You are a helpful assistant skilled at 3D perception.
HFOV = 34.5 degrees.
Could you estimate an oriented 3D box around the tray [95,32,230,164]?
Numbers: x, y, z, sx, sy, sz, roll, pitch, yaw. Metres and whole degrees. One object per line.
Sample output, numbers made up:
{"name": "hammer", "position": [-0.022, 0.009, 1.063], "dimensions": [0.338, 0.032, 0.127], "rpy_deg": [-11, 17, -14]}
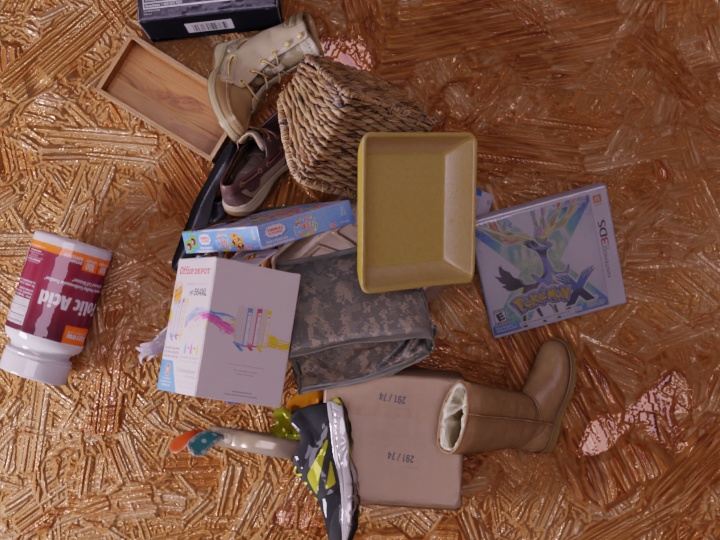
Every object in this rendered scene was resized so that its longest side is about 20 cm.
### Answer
{"name": "tray", "position": [-0.273, -0.249, 1.686], "dimensions": [0.199, 0.037, 0.099], "rpy_deg": [32, 88, 2]}

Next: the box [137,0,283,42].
{"name": "box", "position": [-0.219, -0.445, 1.652], "dimensions": [0.199, 0.123, 0.200], "rpy_deg": [-6, 88, -1]}

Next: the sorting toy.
{"name": "sorting toy", "position": [0.000, 0.000, 1.669], "dimensions": [0.185, 0.036, 0.200], "rpy_deg": [-41, 91, -1]}

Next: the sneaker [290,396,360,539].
{"name": "sneaker", "position": [-0.048, 0.272, 1.537], "dimensions": [0.084, 0.074, 0.201], "rpy_deg": [-7, 77, 7]}

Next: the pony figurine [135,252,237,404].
{"name": "pony figurine", "position": [-0.208, 0.088, 1.621], "dimensions": [0.193, 0.166, 0.200], "rpy_deg": [-43, 96, -16]}

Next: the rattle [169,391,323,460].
{"name": "rattle", "position": [-0.150, 0.194, 1.597], "dimensions": [0.199, 0.130, 0.144], "rpy_deg": [14, 99, -16]}

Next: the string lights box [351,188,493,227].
{"name": "string lights box", "position": [0.089, -0.084, 1.596], "dimensions": [0.199, 0.059, 0.103], "rpy_deg": [18, 85, -41]}

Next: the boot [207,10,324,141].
{"name": "boot", "position": [-0.128, -0.274, 1.607], "dimensions": [0.155, 0.201, 0.073], "rpy_deg": [-19, 130, 15]}

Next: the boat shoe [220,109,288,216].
{"name": "boat shoe", "position": [-0.138, -0.170, 1.625], "dimensions": [0.072, 0.072, 0.200], "rpy_deg": [17, 58, 28]}

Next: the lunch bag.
{"name": "lunch bag", "position": [-0.004, 0.060, 1.563], "dimensions": [0.199, 0.118, 0.165], "rpy_deg": [-11, 53, -2]}

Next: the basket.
{"name": "basket", "position": [-0.024, -0.196, 1.602], "dimensions": [0.143, 0.199, 0.149], "rpy_deg": [45, 114, 38]}

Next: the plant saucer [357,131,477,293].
{"name": "plant saucer", "position": [0.064, -0.079, 1.505], "dimensions": [0.199, 0.048, 0.201], "rpy_deg": [-5, 99, -40]}

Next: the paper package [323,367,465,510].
{"name": "paper package", "position": [0.046, 0.231, 1.618], "dimensions": [0.199, 0.103, 0.192], "rpy_deg": [3, 85, 2]}

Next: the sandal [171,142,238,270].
{"name": "sandal", "position": [-0.213, -0.087, 1.665], "dimensions": [0.048, 0.075, 0.201], "rpy_deg": [22, 95, -19]}

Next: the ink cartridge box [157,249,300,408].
{"name": "ink cartridge box", "position": [-0.169, 0.066, 1.498], "dimensions": [0.125, 0.128, 0.201], "rpy_deg": [12, 83, -31]}

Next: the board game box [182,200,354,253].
{"name": "board game box", "position": [-0.127, -0.058, 1.564], "dimensions": [0.151, 0.200, 0.037], "rpy_deg": [-18, 101, -36]}

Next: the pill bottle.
{"name": "pill bottle", "position": [-0.432, 0.053, 1.633], "dimensions": [0.114, 0.114, 0.201], "rpy_deg": [16, 87, 2]}

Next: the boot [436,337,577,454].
{"name": "boot", "position": [0.203, 0.169, 1.577], "dimensions": [0.199, 0.066, 0.176], "rpy_deg": [11, 87, -40]}

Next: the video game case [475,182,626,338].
{"name": "video game case", "position": [0.264, -0.013, 1.631], "dimensions": [0.199, 0.022, 0.183], "rpy_deg": [-15, 110, 0]}
